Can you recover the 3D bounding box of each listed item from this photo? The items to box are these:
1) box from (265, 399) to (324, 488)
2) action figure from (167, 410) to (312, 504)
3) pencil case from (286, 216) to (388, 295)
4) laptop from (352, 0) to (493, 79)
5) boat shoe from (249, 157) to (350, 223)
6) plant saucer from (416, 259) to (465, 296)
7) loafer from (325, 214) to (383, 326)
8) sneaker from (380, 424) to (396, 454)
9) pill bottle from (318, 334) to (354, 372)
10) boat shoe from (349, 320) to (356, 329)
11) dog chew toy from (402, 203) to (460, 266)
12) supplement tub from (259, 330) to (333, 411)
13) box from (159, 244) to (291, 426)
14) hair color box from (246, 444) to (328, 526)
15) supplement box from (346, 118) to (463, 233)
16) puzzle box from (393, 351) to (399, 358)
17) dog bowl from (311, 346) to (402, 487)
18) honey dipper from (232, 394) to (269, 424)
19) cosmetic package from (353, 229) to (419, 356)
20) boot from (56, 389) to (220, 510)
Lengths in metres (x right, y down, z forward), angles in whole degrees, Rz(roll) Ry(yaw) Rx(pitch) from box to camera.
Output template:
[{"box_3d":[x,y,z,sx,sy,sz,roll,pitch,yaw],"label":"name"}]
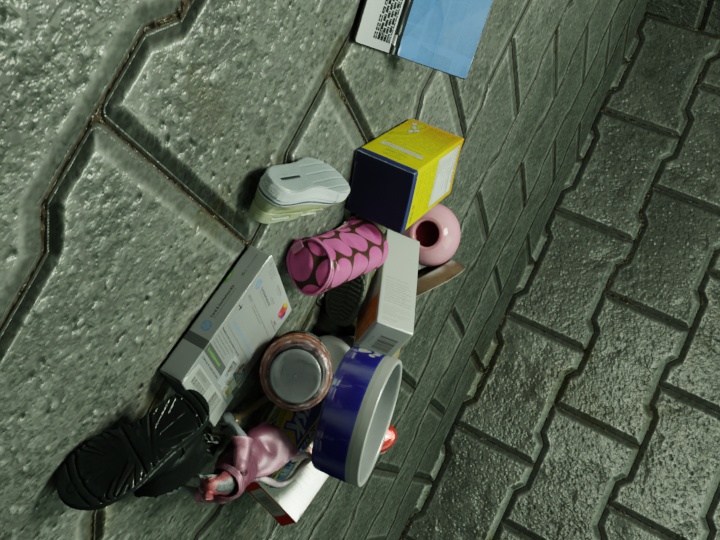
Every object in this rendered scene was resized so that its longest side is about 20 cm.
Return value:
[{"box_3d":[-0.104,0.248,1.234,0.201,0.070,0.064,-53,163,-7],"label":"box"},{"box_3d":[-0.174,0.288,1.070,0.135,0.148,0.200,-52,176,11],"label":"action figure"},{"box_3d":[-0.036,-0.026,1.171,0.090,0.095,0.199,-24,180,27],"label":"pencil case"},{"box_3d":[0.102,-0.386,1.068,0.199,0.115,0.190,-18,128,-65],"label":"laptop"},{"box_3d":[-0.082,-0.105,1.008,0.062,0.072,0.199,-46,165,25],"label":"boat shoe"},{"box_3d":[0.116,0.023,1.543,0.200,0.198,0.033,-29,94,-59],"label":"plant saucer"},{"box_3d":[0.000,0.000,1.304,0.069,0.074,0.203,-6,118,-63],"label":"loafer"},{"box_3d":[-0.012,0.273,1.332,0.085,0.198,0.078,-33,-137,50],"label":"sneaker"},{"box_3d":[-0.026,0.173,1.387,0.108,0.105,0.200,-66,161,2],"label":"pill bottle"},{"box_3d":[0.019,0.094,1.465,0.065,0.073,0.200,-59,160,-3],"label":"boat shoe"},{"box_3d":[0.148,-0.072,1.554,0.126,0.123,0.200,-68,168,6],"label":"dog chew toy"},{"box_3d":[-0.092,0.142,1.097,0.108,0.106,0.200,-64,-179,-3],"label":"supplement tub"},{"box_3d":[-0.171,0.089,1.013,0.201,0.041,0.157,-57,159,-22],"label":"box"},{"box_3d":[-0.106,0.329,1.337,0.200,0.111,0.064,-49,-170,-37],"label":"hair color box"},{"box_3d":[0.076,-0.162,1.266,0.200,0.108,0.110,-39,148,-51],"label":"supplement box"},{"box_3d":[0.053,0.176,1.461,0.133,0.025,0.203,111,-4,-86],"label":"puzzle box"},{"box_3d":[-0.003,0.223,1.178,0.200,0.078,0.203,17,90,-77],"label":"dog bowl"},{"box_3d":[-0.147,0.200,1.218,0.199,0.038,0.039,-26,137,-56],"label":"honey dipper"},{"box_3d":[0.047,0.042,1.325,0.102,0.070,0.202,128,-23,-47],"label":"cosmetic package"},{"box_3d":[-0.257,0.231,0.906,0.197,0.073,0.163,-34,161,-29],"label":"boot"}]
